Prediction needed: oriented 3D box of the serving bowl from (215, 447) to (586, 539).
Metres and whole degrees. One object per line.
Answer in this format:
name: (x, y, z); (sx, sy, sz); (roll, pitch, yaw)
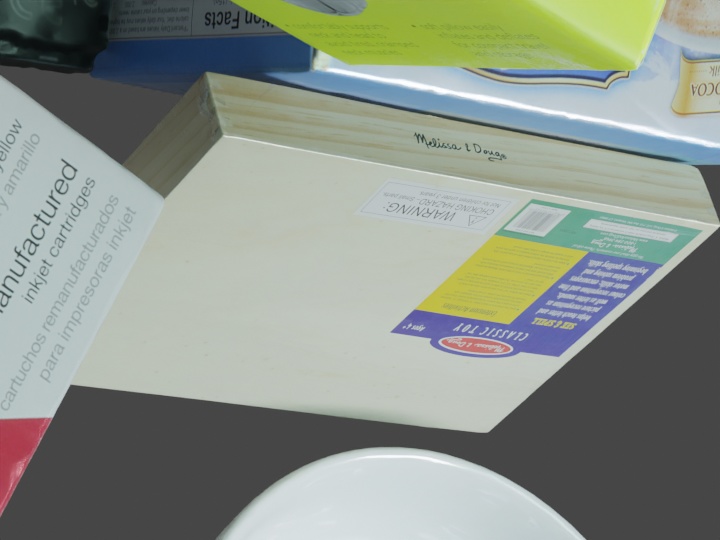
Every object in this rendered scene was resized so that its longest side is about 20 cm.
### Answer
serving bowl: (0.012, 0.162, 0.937); (0.200, 0.066, 0.201); (15, 60, -28)

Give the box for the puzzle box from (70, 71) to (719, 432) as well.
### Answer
puzzle box: (0.000, 0.000, 0.908); (0.200, 0.133, 0.025); (9, 51, -37)

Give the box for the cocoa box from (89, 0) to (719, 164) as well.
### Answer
cocoa box: (0.033, -0.110, 0.919); (0.200, 0.133, 0.132); (8, 87, -36)

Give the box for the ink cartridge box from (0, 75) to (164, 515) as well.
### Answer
ink cartridge box: (-0.189, -0.013, 0.751); (0.200, 0.144, 0.146); (37, 71, -31)

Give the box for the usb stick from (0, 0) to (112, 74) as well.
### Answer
usb stick: (-0.094, -0.163, 0.885); (0.055, 0.033, 0.201); (6, 88, -39)

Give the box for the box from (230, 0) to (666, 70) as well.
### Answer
box: (-0.037, -0.105, 0.628); (0.200, 0.122, 0.048); (27, 80, -31)
